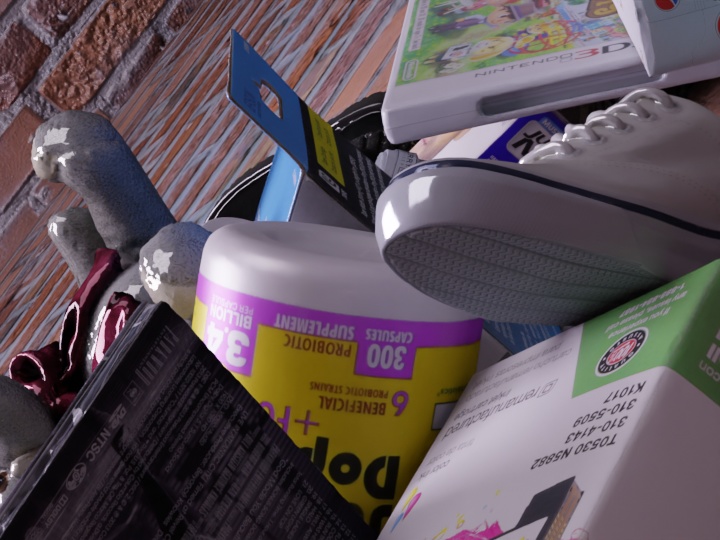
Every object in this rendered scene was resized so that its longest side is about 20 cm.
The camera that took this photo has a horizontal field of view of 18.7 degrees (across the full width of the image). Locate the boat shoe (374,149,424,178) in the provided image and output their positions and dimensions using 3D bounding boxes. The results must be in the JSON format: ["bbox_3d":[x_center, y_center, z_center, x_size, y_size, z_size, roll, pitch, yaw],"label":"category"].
[{"bbox_3d":[0.009,0.042,1.061,0.074,0.067,0.200,-82,12,-66],"label":"boat shoe"}]

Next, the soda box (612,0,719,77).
[{"bbox_3d":[0.147,-0.160,1.041,0.068,0.064,0.200,-14,24,4],"label":"soda box"}]

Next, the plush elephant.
[{"bbox_3d":[-0.118,0.057,0.955,0.155,0.200,0.165,-36,45,-9],"label":"plush elephant"}]

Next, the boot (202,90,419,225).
[{"bbox_3d":[-0.044,-0.018,1.373,0.211,0.079,0.158,-41,15,31],"label":"boot"}]

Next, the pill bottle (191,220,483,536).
[{"bbox_3d":[-0.018,0.088,0.790,0.104,0.104,0.201,-134,51,-77],"label":"pill bottle"}]

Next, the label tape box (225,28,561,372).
[{"bbox_3d":[0.000,0.000,0.907,0.063,0.200,0.144,-47,13,10],"label":"label tape box"}]

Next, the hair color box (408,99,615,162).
[{"bbox_3d":[0.045,-0.025,1.137,0.200,0.065,0.109,-43,15,21],"label":"hair color box"}]

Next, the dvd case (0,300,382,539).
[{"bbox_3d":[-0.041,0.130,0.687,0.016,0.200,0.149,-10,39,47],"label":"dvd case"}]

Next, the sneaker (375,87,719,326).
[{"bbox_3d":[0.082,-0.022,0.709,0.073,0.200,0.071,-21,68,44],"label":"sneaker"}]

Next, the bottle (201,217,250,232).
[{"bbox_3d":[-0.083,0.067,1.111,0.065,0.083,0.200,-79,5,-58],"label":"bottle"}]

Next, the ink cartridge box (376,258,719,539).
[{"bbox_3d":[0.057,0.111,0.662,0.145,0.084,0.200,-30,23,55],"label":"ink cartridge box"}]

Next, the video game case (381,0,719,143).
[{"bbox_3d":[0.108,-0.128,1.099,0.182,0.022,0.200,-11,24,12],"label":"video game case"}]
